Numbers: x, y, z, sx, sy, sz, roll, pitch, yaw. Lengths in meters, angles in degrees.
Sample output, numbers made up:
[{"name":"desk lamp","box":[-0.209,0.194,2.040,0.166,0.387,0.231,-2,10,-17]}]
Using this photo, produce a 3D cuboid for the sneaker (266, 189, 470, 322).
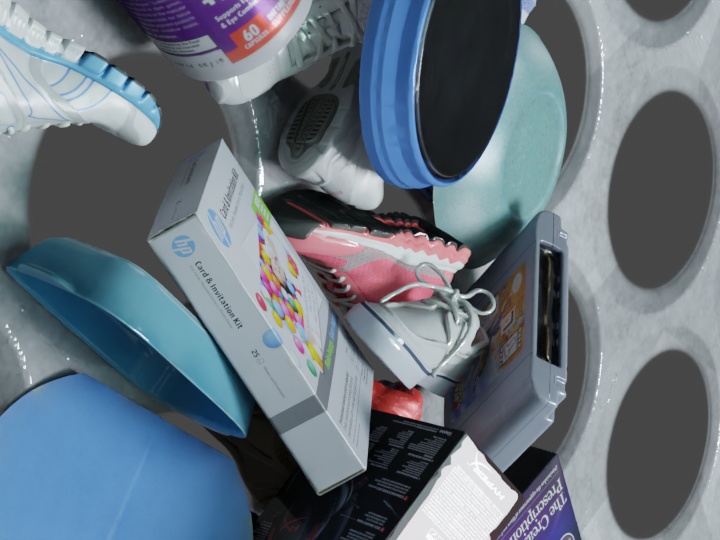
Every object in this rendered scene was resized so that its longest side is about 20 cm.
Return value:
[{"name":"sneaker","box":[0.000,0.000,1.423,0.200,0.074,0.087,12,105,-46]}]

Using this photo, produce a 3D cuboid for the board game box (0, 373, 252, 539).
[{"name":"board game box","box":[-0.165,0.165,1.252,0.200,0.039,0.158,32,58,-19]}]

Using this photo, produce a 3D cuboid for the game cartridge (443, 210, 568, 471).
[{"name":"game cartridge","box":[0.111,0.063,1.494,0.041,0.133,0.200,28,41,-19]}]

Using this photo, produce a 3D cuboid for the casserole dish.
[{"name":"casserole dish","box":[-0.136,0.039,1.219,0.039,0.121,0.200,-58,137,-15]}]

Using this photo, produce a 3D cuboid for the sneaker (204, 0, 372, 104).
[{"name":"sneaker","box":[-0.029,-0.180,1.321,0.200,0.099,0.075,-48,140,-32]}]

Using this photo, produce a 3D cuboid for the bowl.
[{"name":"bowl","box":[0.060,-0.154,1.346,0.201,0.039,0.201,-43,139,-53]}]

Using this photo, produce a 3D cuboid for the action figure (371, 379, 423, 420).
[{"name":"action figure","box":[-0.028,0.073,1.421,0.200,0.099,0.065,44,65,-21]}]

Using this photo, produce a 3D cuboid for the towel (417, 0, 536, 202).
[{"name":"towel","box":[0.065,-0.169,1.502,0.147,0.024,0.200,43,66,-46]}]

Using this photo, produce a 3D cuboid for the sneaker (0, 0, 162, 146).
[{"name":"sneaker","box":[-0.205,-0.107,1.155,0.200,0.075,0.087,29,83,-42]}]

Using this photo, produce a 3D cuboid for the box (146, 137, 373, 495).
[{"name":"box","box":[-0.060,0.026,1.264,0.200,0.041,0.156,56,13,-16]}]

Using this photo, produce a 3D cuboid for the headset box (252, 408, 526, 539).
[{"name":"headset box","box":[-0.009,0.194,1.291,0.075,0.149,0.200,48,69,-26]}]

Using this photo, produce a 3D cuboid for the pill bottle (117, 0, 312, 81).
[{"name":"pill bottle","box":[-0.121,-0.217,1.190,0.200,0.111,0.112,49,61,-45]}]

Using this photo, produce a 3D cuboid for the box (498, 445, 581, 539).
[{"name":"box","box":[0.096,0.255,1.596,0.200,0.079,0.141,-45,133,-36]}]

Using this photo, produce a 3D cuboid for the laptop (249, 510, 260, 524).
[{"name":"laptop","box":[-0.133,0.248,1.364,0.200,0.103,0.177,36,68,-21]}]

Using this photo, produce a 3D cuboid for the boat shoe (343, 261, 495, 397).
[{"name":"boat shoe","box":[0.056,0.039,1.407,0.086,0.075,0.202,-44,158,6]}]

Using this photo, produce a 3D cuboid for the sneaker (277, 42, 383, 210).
[{"name":"sneaker","box":[0.022,-0.133,1.408,0.099,0.078,0.200,39,77,-37]}]

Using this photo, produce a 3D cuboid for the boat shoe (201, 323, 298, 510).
[{"name":"boat shoe","box":[-0.064,0.097,1.370,0.201,0.073,0.063,63,38,-38]}]

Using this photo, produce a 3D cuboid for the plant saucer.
[{"name":"plant saucer","box":[0.122,-0.094,1.549,0.201,0.039,0.201,-36,134,-49]}]
